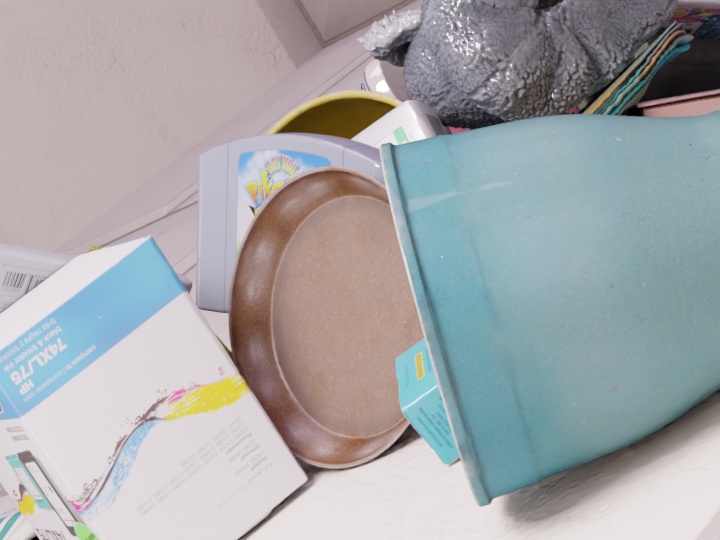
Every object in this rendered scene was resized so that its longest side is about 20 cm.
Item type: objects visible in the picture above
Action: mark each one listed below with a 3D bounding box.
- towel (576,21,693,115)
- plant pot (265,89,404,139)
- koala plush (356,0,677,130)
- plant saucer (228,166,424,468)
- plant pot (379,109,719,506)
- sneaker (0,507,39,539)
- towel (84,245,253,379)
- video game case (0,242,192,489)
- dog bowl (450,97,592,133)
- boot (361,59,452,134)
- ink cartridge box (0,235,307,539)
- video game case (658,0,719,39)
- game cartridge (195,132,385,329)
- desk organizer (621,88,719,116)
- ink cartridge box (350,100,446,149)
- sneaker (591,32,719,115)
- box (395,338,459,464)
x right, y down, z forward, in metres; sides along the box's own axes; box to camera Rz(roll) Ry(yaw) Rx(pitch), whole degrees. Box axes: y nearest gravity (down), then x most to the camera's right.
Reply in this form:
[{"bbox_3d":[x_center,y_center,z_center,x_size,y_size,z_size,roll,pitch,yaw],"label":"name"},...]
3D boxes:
[{"bbox_3d":[0.141,-0.083,1.461,0.147,0.022,0.200,-45,0,41],"label":"towel"},{"bbox_3d":[0.021,-0.025,1.637,0.199,0.201,0.142,-27,-18,24],"label":"plant pot"},{"bbox_3d":[0.091,-0.163,1.556,0.184,0.177,0.200,-56,10,-29],"label":"koala plush"},{"bbox_3d":[-0.011,0.031,1.460,0.034,0.202,0.199,0,-16,-45],"label":"plant saucer"},{"bbox_3d":[0.126,0.004,1.157,0.186,0.202,0.200,-16,12,3],"label":"plant pot"},{"bbox_3d":[-0.260,0.217,1.582,0.199,0.071,0.093,-28,5,7],"label":"sneaker"},{"bbox_3d":[-0.115,0.055,1.553,0.018,0.200,0.086,-51,23,-25],"label":"towel"},{"bbox_3d":[-0.228,0.076,1.586,0.022,0.184,0.199,31,13,38],"label":"video game case"},{"bbox_3d":[0.100,-0.121,1.792,0.074,0.200,0.200,-52,18,-26],"label":"dog bowl"},{"bbox_3d":[0.037,-0.076,1.740,0.090,0.200,0.073,-27,29,21],"label":"boot"},{"bbox_3d":[-0.166,0.105,1.468,0.146,0.201,0.146,-38,12,-25],"label":"ink cartridge box"},{"bbox_3d":[0.208,-0.195,1.783,0.198,0.024,0.182,1,-19,-19],"label":"video game case"},{"bbox_3d":[-0.044,-0.030,1.538,0.199,0.135,0.040,5,2,43],"label":"game cartridge"},{"bbox_3d":[0.228,-0.082,1.511,0.071,0.078,0.200,-9,2,4],"label":"desk organizer"},{"bbox_3d":[0.000,0.000,1.538,0.199,0.162,0.050,-33,-21,20],"label":"ink cartridge box"},{"bbox_3d":[0.239,-0.136,1.814,0.105,0.075,0.200,-2,-18,-17],"label":"sneaker"},{"bbox_3d":[0.115,0.030,1.326,0.199,0.049,0.082,-37,18,12],"label":"box"}]
